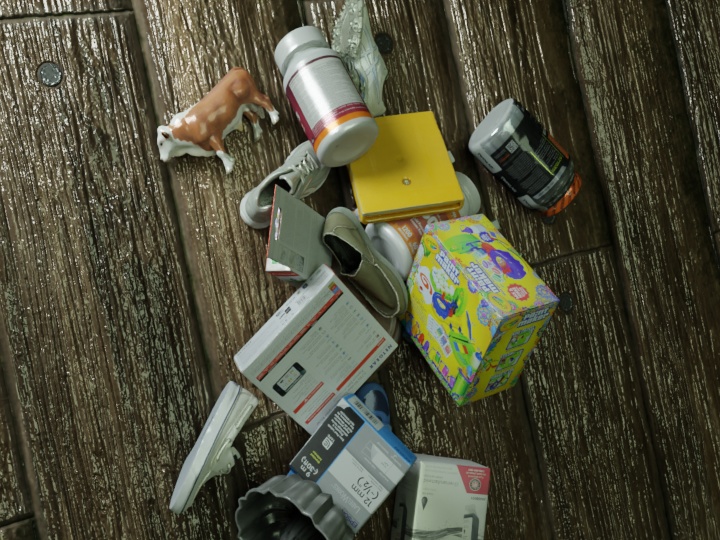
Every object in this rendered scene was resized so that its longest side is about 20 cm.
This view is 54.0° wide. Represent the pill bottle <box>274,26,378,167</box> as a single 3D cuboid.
[{"bbox_3d":[-0.058,-0.277,1.123,0.107,0.110,0.204,-20,71,-22],"label":"pill bottle"}]

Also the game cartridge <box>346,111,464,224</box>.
[{"bbox_3d":[0.063,-0.174,1.168,0.171,0.033,0.204,-8,56,-9],"label":"game cartridge"}]

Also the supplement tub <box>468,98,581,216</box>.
[{"bbox_3d":[0.301,-0.200,1.282,0.199,0.122,0.124,41,72,-13],"label":"supplement tub"}]

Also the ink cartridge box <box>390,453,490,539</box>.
[{"bbox_3d":[0.130,0.421,1.179,0.142,0.084,0.207,11,83,-21],"label":"ink cartridge box"}]

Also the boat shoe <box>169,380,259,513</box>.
[{"bbox_3d":[-0.214,0.273,1.060,0.069,0.071,0.204,30,68,-14],"label":"boat shoe"}]

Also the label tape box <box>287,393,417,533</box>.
[{"bbox_3d":[-0.029,0.313,1.071,0.143,0.066,0.201,41,96,12],"label":"label tape box"}]

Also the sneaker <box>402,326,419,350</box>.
[{"bbox_3d":[0.162,0.138,1.217,0.194,0.083,0.074,11,40,-6],"label":"sneaker"}]

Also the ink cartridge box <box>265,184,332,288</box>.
[{"bbox_3d":[-0.103,-0.044,1.071,0.199,0.049,0.113,33,60,-62],"label":"ink cartridge box"}]

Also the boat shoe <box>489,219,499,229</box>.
[{"bbox_3d":[0.171,-0.020,1.245,0.197,0.071,0.065,-33,97,-13],"label":"boat shoe"}]

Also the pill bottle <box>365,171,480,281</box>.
[{"bbox_3d":[0.110,-0.081,1.194,0.198,0.112,0.114,-37,99,-25],"label":"pill bottle"}]

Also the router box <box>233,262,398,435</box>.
[{"bbox_3d":[-0.065,0.125,1.087,0.200,0.049,0.180,-45,122,-4],"label":"router box"}]

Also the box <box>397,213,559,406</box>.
[{"bbox_3d":[0.171,0.058,1.095,0.119,0.196,0.202,-12,48,-29],"label":"box"}]

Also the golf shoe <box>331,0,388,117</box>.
[{"bbox_3d":[0.005,-0.361,1.213,0.095,0.077,0.207,1,90,-40],"label":"golf shoe"}]

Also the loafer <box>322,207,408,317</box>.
[{"bbox_3d":[0.000,0.000,1.116,0.202,0.074,0.070,53,41,-10],"label":"loafer"}]

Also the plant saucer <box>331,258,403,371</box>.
[{"bbox_3d":[-0.007,0.077,1.178,0.194,0.036,0.208,2,85,-21],"label":"plant saucer"}]

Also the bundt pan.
[{"bbox_3d":[-0.088,0.389,1.043,0.075,0.199,0.206,-32,98,-49],"label":"bundt pan"}]

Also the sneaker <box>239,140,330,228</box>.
[{"bbox_3d":[-0.103,-0.145,1.126,0.076,0.092,0.200,46,70,-10],"label":"sneaker"}]

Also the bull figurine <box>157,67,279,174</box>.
[{"bbox_3d":[-0.222,-0.225,1.101,0.122,0.065,0.201,45,73,-17],"label":"bull figurine"}]

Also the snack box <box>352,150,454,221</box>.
[{"bbox_3d":[0.071,-0.141,1.208,0.198,0.072,0.025,-35,98,-21],"label":"snack box"}]

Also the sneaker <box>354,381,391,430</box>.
[{"bbox_3d":[0.018,0.285,1.145,0.072,0.082,0.207,9,80,-19],"label":"sneaker"}]
